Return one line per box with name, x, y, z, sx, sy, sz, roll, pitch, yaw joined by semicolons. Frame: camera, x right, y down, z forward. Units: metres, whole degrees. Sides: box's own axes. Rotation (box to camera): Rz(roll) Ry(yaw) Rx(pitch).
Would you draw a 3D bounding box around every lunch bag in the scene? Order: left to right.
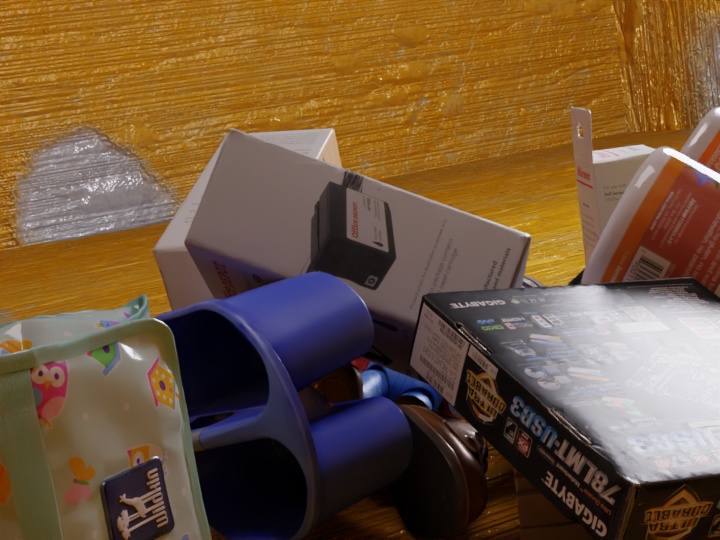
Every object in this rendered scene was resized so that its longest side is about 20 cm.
lunch bag;-0.134;0.107;0.775;0.121;0.172;0.200;-10;4;-6

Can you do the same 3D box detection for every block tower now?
block tower;0.116;0.109;0.959;0.057;0.055;0.200;-6;8;4

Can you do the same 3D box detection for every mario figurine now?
mario figurine;0.038;0.058;1.177;0.106;0.124;0.200;-33;3;23

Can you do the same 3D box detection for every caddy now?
caddy;-0.062;0.081;0.946;0.104;0.143;0.199;-22;3;-30

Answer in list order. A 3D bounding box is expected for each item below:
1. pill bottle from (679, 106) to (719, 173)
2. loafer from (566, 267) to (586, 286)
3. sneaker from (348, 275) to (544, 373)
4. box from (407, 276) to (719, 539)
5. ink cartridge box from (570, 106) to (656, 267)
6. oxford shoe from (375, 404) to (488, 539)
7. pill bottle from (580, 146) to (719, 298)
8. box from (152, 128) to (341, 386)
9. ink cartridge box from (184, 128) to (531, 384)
pill bottle;0.297;-0.013;1.134;0.199;0.115;0.114;35;19;11
loafer;0.183;0.017;1.201;0.072;0.073;0.200;19;-14;7
sneaker;0.057;0.055;1.339;0.198;0.079;0.079;-17;-2;25
box;0.157;0.070;0.869;0.198;0.050;0.198;-3;29;-30
ink cartridge box;0.228;-0.044;1.419;0.067;0.202;0.117;-7;8;0
oxford shoe;0.048;0.110;0.977;0.070;0.072;0.200;-4;6;-11
pill bottle;0.248;0.015;1.037;0.199;0.113;0.112;30;17;12
box;-0.080;-0.007;1.410;0.105;0.154;0.201;-2;32;17
ink cartridge box;0.000;0.000;1.054;0.198;0.084;0.145;20;-13;8
